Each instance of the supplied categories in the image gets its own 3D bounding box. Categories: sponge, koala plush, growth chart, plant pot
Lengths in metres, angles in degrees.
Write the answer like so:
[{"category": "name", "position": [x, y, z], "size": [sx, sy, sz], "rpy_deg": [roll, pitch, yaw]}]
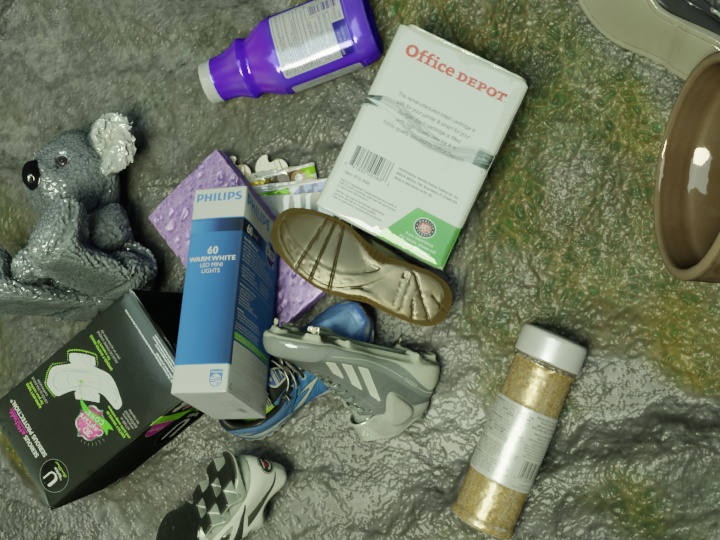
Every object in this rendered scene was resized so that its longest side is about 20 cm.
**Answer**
[{"category": "sponge", "position": [-0.132, -0.020, 1.004], "size": [0.111, 0.030, 0.201], "rpy_deg": [-42, 76, 9]}, {"category": "koala plush", "position": [-0.310, -0.062, 1.015], "size": [0.176, 0.182, 0.204], "rpy_deg": [-24, 63, 33]}, {"category": "growth chart", "position": [-0.089, -0.053, 1.018], "size": [0.196, 0.018, 0.148], "rpy_deg": [2, 86, 14]}, {"category": "plant pot", "position": [0.379, -0.080, 0.829], "size": [0.171, 0.200, 0.204], "rpy_deg": [8, 88, -2]}]

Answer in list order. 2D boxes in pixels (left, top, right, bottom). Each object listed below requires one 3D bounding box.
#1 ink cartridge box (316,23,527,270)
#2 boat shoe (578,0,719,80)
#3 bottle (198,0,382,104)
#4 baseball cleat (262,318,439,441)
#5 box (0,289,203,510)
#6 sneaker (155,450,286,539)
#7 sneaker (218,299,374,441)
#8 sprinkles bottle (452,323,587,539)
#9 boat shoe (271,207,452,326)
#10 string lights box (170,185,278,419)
[{"category": "ink cartridge box", "position": [0.064, -0.122, 0.944], "size": [0.145, 0.083, 0.203], "rpy_deg": [27, 93, 7]}, {"category": "boat shoe", "position": [0.298, -0.255, 0.927], "size": [0.200, 0.073, 0.062], "rpy_deg": [42, 53, 19]}, {"category": "bottle", "position": [-0.078, -0.235, 1.004], "size": [0.197, 0.065, 0.085], "rpy_deg": [-19, 81, 12]}, {"category": "baseball cleat", "position": [-0.010, 0.113, 0.917], "size": [0.197, 0.070, 0.108], "rpy_deg": [13, 94, -24]}, {"category": "box", "position": [-0.250, 0.130, 0.977], "size": [0.199, 0.148, 0.125], "rpy_deg": [-38, 80, 8]}, {"category": "sneaker", "position": [-0.146, 0.268, 0.983], "size": [0.200, 0.088, 0.075], "rpy_deg": [-48, 49, 30]}, {"category": "sneaker", "position": [-0.067, 0.107, 0.964], "size": [0.200, 0.089, 0.079], "rpy_deg": [-43, 78, 5]}, {"category": "sprinkles bottle", "position": [0.155, 0.157, 0.914], "size": [0.067, 0.068, 0.203], "rpy_deg": [22, 91, 14]}, {"category": "boat shoe", "position": [0.000, 0.000, 0.955], "size": [0.198, 0.065, 0.074], "rpy_deg": [29, 90, 4]}, {"category": "string lights box", "position": [-0.126, 0.033, 0.903], "size": [0.058, 0.103, 0.204], "rpy_deg": [-4, 67, 15]}]
